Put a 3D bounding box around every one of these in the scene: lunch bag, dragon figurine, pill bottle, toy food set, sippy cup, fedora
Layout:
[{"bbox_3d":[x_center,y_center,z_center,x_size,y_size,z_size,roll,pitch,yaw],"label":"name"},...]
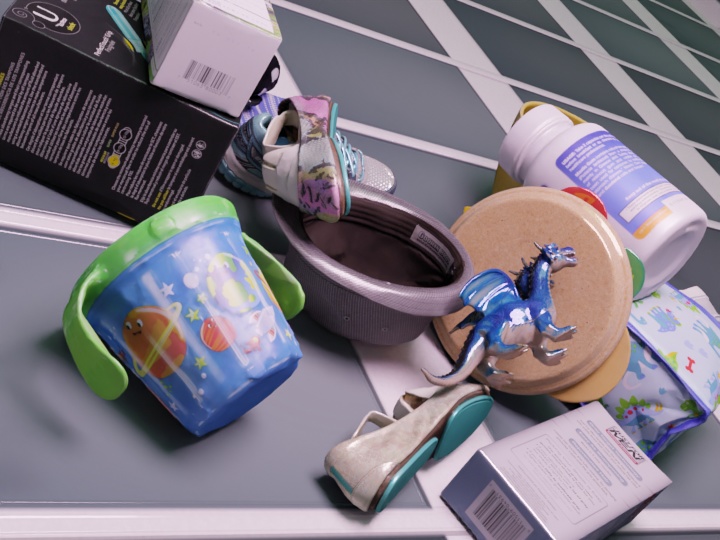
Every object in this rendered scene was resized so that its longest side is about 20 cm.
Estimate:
[{"bbox_3d":[0.274,0.073,1.081,0.200,0.127,0.170,52,33,10],"label":"lunch bag"},{"bbox_3d":[0.112,0.041,0.890,0.199,0.059,0.100,-20,53,-24],"label":"dragon figurine"},{"bbox_3d":[0.232,-0.075,1.050,0.112,0.112,0.200,-5,45,-48],"label":"pill bottle"},{"bbox_3d":[0.161,0.017,0.987,0.199,0.199,0.049,8,-3,23],"label":"toy food set"},{"bbox_3d":[-0.114,0.039,0.750,0.177,0.140,0.131,-34,79,-18],"label":"sippy cup"},{"bbox_3d":[0.000,0.000,0.944,0.199,0.091,0.177,15,33,-17],"label":"fedora"}]

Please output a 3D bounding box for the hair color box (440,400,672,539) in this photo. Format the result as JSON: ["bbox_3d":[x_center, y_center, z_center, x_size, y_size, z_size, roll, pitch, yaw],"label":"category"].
[{"bbox_3d":[0.168,0.181,0.883,0.199,0.061,0.099,-9,51,-50],"label":"hair color box"}]

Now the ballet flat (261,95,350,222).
[{"bbox_3d":[-0.050,-0.098,0.913,0.071,0.069,0.200,1,31,-6],"label":"ballet flat"}]

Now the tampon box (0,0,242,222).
[{"bbox_3d":[-0.212,-0.148,0.911,0.199,0.127,0.150,25,30,-15],"label":"tampon box"}]

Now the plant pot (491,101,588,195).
[{"bbox_3d":[0.232,-0.080,1.242,0.199,0.142,0.200,24,32,-16],"label":"plant pot"}]

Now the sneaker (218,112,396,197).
[{"bbox_3d":[-0.038,-0.105,1.052,0.199,0.086,0.078,8,57,-34],"label":"sneaker"}]

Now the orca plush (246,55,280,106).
[{"bbox_3d":[-0.154,-0.234,1.119,0.199,0.071,0.105,6,37,-39],"label":"orca plush"}]

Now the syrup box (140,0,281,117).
[{"bbox_3d":[-0.131,-0.223,0.890,0.078,0.082,0.200,19,31,-29],"label":"syrup box"}]

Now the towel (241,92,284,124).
[{"bbox_3d":[-0.125,-0.166,1.129,0.199,0.024,0.145,14,35,-32],"label":"towel"}]

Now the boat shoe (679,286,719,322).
[{"bbox_3d":[0.385,0.071,1.263,0.069,0.072,0.200,46,23,19],"label":"boat shoe"}]

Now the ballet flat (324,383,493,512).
[{"bbox_3d":[0.041,0.123,0.838,0.062,0.068,0.200,34,28,20],"label":"ballet flat"}]
